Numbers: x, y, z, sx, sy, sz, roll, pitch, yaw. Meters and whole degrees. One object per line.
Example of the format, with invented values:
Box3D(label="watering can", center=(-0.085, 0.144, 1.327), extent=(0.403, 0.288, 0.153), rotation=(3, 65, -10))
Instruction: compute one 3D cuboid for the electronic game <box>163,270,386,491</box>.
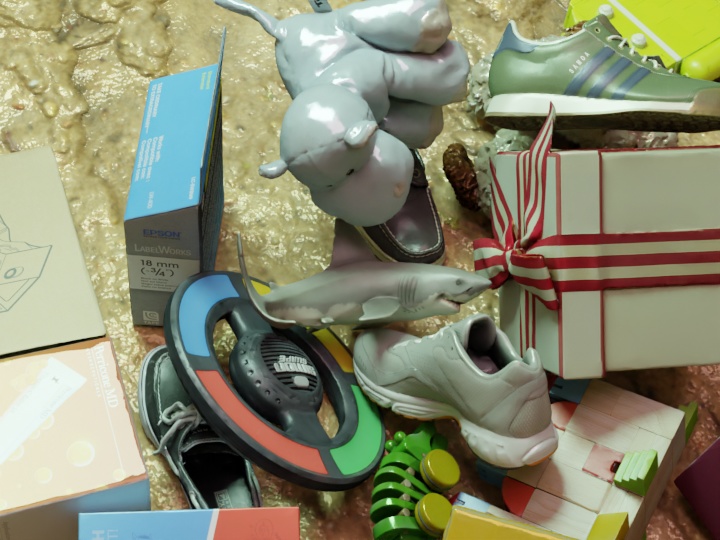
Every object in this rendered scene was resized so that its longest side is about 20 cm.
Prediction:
Box3D(label="electronic game", center=(-0.061, 0.079, 1.126), extent=(0.199, 0.042, 0.201), rotation=(34, 28, -20))

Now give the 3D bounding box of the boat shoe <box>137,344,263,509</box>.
Box3D(label="boat shoe", center=(-0.117, 0.128, 1.121), extent=(0.073, 0.068, 0.201), rotation=(-11, 56, -14))

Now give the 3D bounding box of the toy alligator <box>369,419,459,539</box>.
Box3D(label="toy alligator", center=(0.036, 0.147, 1.121), extent=(0.054, 0.059, 0.201), rotation=(29, 42, -19))

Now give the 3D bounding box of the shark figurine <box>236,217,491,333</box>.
Box3D(label="shark figurine", center=(-0.022, 0.003, 1.156), extent=(0.212, 0.128, 0.091), rotation=(-2, 81, -34))

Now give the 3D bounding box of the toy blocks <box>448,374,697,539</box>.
Box3D(label="toy blocks", center=(0.149, 0.154, 1.127), extent=(0.135, 0.100, 0.201), rotation=(20, 62, 25))

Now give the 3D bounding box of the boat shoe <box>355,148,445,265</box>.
Box3D(label="boat shoe", center=(0.018, -0.088, 1.297), extent=(0.071, 0.066, 0.202), rotation=(-13, 56, -16))

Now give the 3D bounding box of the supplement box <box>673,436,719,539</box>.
Box3D(label="supplement box", center=(0.358, 0.146, 1.130), extent=(0.198, 0.103, 0.132), rotation=(-26, 72, -24))

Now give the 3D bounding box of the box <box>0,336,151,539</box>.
Box3D(label="box", center=(-0.257, 0.142, 1.077), extent=(0.197, 0.098, 0.125), rotation=(-12, 56, -15))

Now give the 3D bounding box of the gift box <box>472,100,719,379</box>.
Box3D(label="gift box", center=(0.188, -0.027, 1.170), extent=(0.184, 0.184, 0.203), rotation=(-4, 90, -11))

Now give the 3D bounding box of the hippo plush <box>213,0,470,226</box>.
Box3D(label="hippo plush", center=(0.002, -0.130, 1.161), extent=(0.158, 0.200, 0.162), rotation=(-25, 37, 20))

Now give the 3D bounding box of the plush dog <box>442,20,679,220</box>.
Box3D(label="plush dog", center=(0.165, -0.107, 1.296), extent=(0.198, 0.161, 0.174), rotation=(20, 79, 10))

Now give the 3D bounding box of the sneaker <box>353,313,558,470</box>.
Box3D(label="sneaker", center=(0.069, 0.065, 1.120), extent=(0.075, 0.093, 0.199), rotation=(-22, 31, -37))

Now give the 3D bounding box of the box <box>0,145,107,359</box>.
Box3D(label="box", center=(-0.306, -0.008, 1.230), extent=(0.161, 0.021, 0.202), rotation=(-12, 55, -15))

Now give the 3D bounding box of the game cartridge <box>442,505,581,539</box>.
Box3D(label="game cartridge", center=(0.134, 0.270, 1.019), extent=(0.197, 0.032, 0.179), rotation=(15, 85, 2))

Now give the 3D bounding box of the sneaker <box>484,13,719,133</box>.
Box3D(label="sneaker", center=(0.197, -0.158, 1.192), extent=(0.197, 0.067, 0.091), rotation=(2, 81, 13))

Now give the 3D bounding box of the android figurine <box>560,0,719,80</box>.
Box3D(label="android figurine", center=(0.278, -0.241, 1.458), extent=(0.199, 0.041, 0.182), rotation=(-28, 61, -26))

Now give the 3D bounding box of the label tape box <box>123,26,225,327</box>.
Box3D(label="label tape box", center=(-0.143, -0.071, 1.183), extent=(0.062, 0.201, 0.146), rotation=(5, 53, -1))

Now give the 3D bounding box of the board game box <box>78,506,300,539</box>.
Box3D(label="board game box", center=(-0.112, 0.261, 1.004), extent=(0.151, 0.040, 0.203), rotation=(-1, 73, -7))
